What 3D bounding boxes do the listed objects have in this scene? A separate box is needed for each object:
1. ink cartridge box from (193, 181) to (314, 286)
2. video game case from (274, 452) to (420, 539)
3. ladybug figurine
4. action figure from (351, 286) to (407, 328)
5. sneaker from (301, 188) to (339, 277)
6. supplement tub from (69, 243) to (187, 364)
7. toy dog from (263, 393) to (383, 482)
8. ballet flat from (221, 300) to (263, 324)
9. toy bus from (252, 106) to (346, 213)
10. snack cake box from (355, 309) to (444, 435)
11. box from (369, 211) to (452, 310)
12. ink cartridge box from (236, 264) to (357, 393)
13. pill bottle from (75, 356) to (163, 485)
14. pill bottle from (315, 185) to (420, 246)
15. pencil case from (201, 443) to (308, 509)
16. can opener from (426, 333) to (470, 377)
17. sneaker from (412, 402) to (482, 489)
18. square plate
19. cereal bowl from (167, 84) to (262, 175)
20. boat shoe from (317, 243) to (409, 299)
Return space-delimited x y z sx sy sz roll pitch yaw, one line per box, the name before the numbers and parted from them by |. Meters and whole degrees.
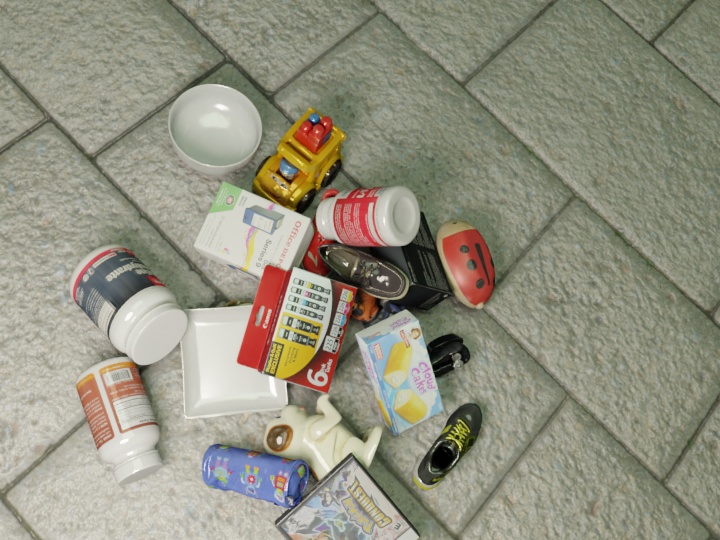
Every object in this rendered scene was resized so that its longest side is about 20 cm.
ink cartridge box | -0.208 -0.065 1.600 0.197 0.088 0.148 24 80 5
video game case | -0.021 0.454 1.416 0.180 0.025 0.201 -40 101 -3
ladybug figurine | 0.230 -0.018 1.704 0.134 0.072 0.204 -7 73 -43
action figure | 0.032 0.075 1.646 0.193 0.105 0.200 42 35 0
sneaker | -0.079 -0.080 1.667 0.075 0.085 0.204 9 63 1
supplement tub | -0.424 0.060 1.474 0.199 0.141 0.140 40 63 23
toy dog | -0.082 0.325 1.483 0.197 0.140 0.197 24 83 -1
ballet flat | -0.181 0.093 1.582 0.195 0.066 0.072 0 63 -14
toy bus | -0.120 -0.238 1.670 0.135 0.192 0.201 38 66 4
snack cake box | 0.076 0.193 1.534 0.113 0.067 0.203 -23 112 -13
box | 0.092 -0.032 1.649 0.140 0.078 0.203 17 48 -49
ink cartridge box | -0.120 0.105 1.496 0.172 0.084 0.204 18 81 -12
pill bottle | -0.421 0.266 1.425 0.110 0.112 0.203 -19 73 -20
pill bottle | 0.010 -0.103 1.568 0.111 0.197 0.115 -1 91 -47
pencil case | -0.184 0.360 1.412 0.196 0.078 0.089 5 95 27
can opener | 0.135 0.196 1.625 0.197 0.078 0.064 -26 114 -19
sneaker | 0.181 0.336 1.553 0.074 0.085 0.201 38 64 4
square plate | -0.240 0.169 1.525 0.194 0.028 0.205 -4 87 -10
cereal bowl | -0.308 -0.286 1.705 0.195 0.084 0.204 5 65 -11
boat shoe | 0.000 0.000 1.560 0.198 0.065 0.073 27 96 24
